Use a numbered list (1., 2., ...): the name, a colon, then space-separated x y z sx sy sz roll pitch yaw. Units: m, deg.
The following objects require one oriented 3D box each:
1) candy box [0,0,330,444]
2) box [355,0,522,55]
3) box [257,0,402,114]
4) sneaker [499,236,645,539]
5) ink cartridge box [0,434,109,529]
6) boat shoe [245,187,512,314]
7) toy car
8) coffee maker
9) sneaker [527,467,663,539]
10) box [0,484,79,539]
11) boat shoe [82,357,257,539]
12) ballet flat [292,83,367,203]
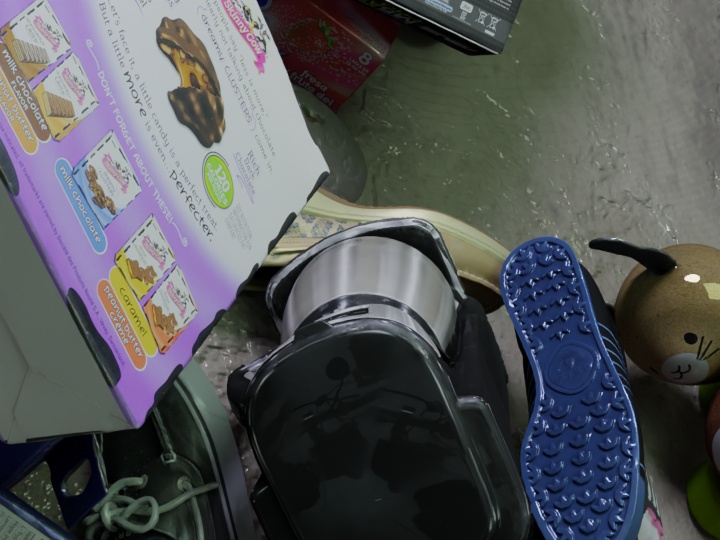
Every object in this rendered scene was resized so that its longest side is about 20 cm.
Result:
1. candy box: -0.106 -0.058 0.668 0.169 0.071 0.200 67 33 -23
2. box: 0.018 -0.233 0.924 0.198 0.044 0.162 22 87 -20
3. box: -0.070 -0.191 0.987 0.199 0.095 0.100 36 49 -12
4. sneaker: 0.126 0.079 0.914 0.078 0.070 0.202 49 30 -50
5. ink cartridge box: -0.178 0.023 0.754 0.200 0.136 0.076 48 49 -1
6. boat shoe: 0.000 0.000 0.945 0.198 0.073 0.063 13 58 -17
7. toy car: 0.208 0.047 1.007 0.199 0.164 0.159 25 51 -11
8. coffee maker: 0.027 0.084 0.814 0.192 0.135 0.200 42 14 -9
9. sneaker: 0.121 0.149 0.934 0.200 0.086 0.081 -68 141 -61
10. box: -0.155 0.171 0.716 0.199 0.032 0.122 38 80 -10
11. boat shoe: -0.099 0.123 0.794 0.068 0.073 0.201 -3 74 -52
12. ballet flat: -0.084 -0.088 0.956 0.199 0.046 0.068 23 65 -27
